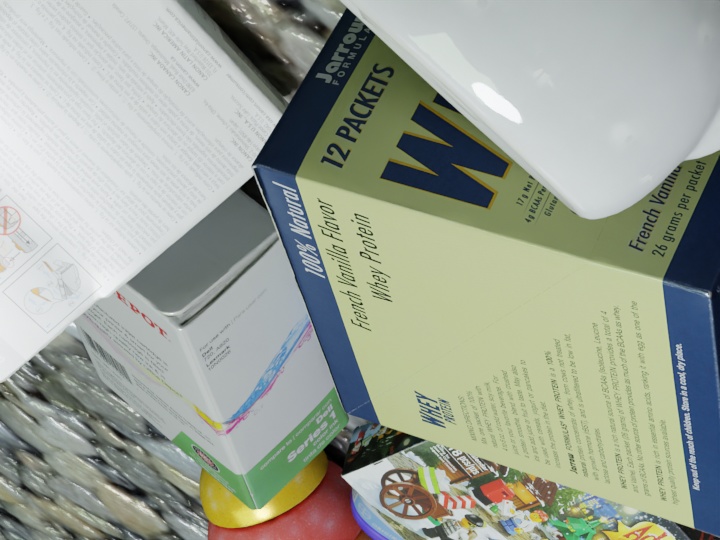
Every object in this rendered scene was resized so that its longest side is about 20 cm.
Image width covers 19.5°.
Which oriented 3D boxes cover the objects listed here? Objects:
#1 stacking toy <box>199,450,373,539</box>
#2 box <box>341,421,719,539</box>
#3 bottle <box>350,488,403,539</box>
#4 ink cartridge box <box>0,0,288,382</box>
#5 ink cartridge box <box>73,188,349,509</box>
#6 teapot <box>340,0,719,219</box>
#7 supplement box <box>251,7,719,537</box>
[{"bbox_3d":[-0.055,0.147,1.367,0.146,0.146,0.201,2,125,42],"label":"stacking toy"},{"bbox_3d":[0.105,0.135,1.099,0.136,0.038,0.200,-26,120,33],"label":"box"},{"bbox_3d":[0.048,0.111,1.236,0.083,0.065,0.200,29,153,4],"label":"bottle"},{"bbox_3d":[-0.155,-0.064,1.017,0.161,0.200,0.050,46,-170,-30],"label":"ink cartridge box"},{"bbox_3d":[-0.097,0.021,1.165,0.145,0.084,0.200,37,159,29],"label":"ink cartridge box"},{"bbox_3d":[0.066,-0.128,0.745,0.197,0.146,0.200,45,-174,39],"label":"teapot"},{"bbox_3d":[0.088,-0.012,0.915,0.199,0.135,0.200,16,150,24],"label":"supplement box"}]
